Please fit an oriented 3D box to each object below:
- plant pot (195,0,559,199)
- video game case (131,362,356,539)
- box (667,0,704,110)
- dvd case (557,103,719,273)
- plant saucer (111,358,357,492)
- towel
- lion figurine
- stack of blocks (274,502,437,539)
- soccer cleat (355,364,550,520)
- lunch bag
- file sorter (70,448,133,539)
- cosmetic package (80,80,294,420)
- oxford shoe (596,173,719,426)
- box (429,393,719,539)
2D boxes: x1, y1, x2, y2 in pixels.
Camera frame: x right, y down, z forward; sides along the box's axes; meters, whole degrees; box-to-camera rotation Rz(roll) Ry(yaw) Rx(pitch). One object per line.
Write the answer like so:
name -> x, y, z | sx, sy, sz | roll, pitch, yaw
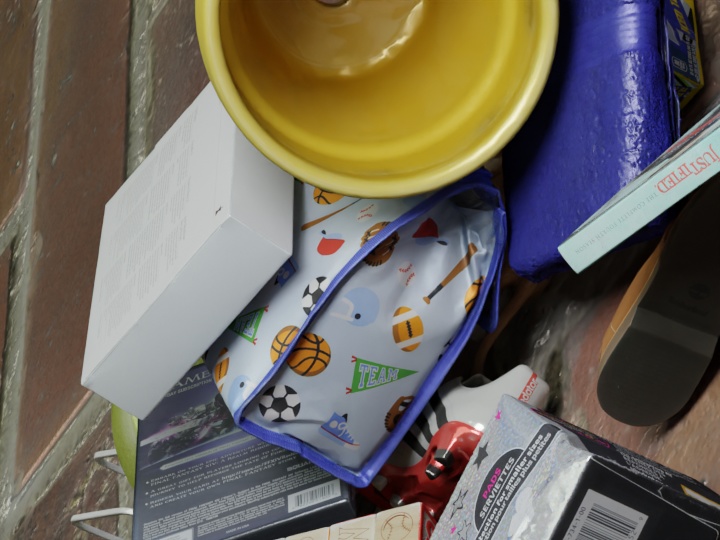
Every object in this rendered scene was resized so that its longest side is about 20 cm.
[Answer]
plant pot -> -0.002, -0.156, 1.497 | 0.202, 0.200, 0.189 | -63, 14, 6
video game case -> -0.075, 0.111, 1.628 | 0.142, 0.019, 0.200 | -19, 30, 9
box -> 0.159, -0.172, 1.593 | 0.064, 0.070, 0.201 | -49, 27, 37
dvd case -> 0.199, -0.080, 1.334 | 0.200, 0.022, 0.146 | -40, 1, -41
plant saucer -> -0.075, 0.082, 1.730 | 0.031, 0.199, 0.201 | 60, -135, -66
towel -> 0.132, -0.103, 1.472 | 0.147, 0.049, 0.202 | -23, 64, 59
lion figurine -> 0.090, -0.028, 1.626 | 0.122, 0.072, 0.201 | -41, 46, 32
stack of blocks -> -0.032, 0.208, 1.463 | 0.199, 0.115, 0.059 | -15, 44, 21
soccer cleat -> 0.050, 0.105, 1.573 | 0.085, 0.069, 0.200 | -52, 10, -24
lunch bag -> 0.000, 0.000, 1.559 | 0.201, 0.123, 0.170 | -57, 30, 10
file sorter -> -0.103, 0.106, 1.832 | 0.139, 0.124, 0.201 | -16, 52, 61
cosmetic package -> -0.102, -0.026, 1.576 | 0.151, 0.051, 0.201 | -49, 22, 27
oxford shoe -> 0.186, -0.013, 1.377 | 0.200, 0.071, 0.071 | -53, 17, 27
box -> 0.095, 0.184, 1.290 | 0.201, 0.132, 0.115 | -64, 24, 3
